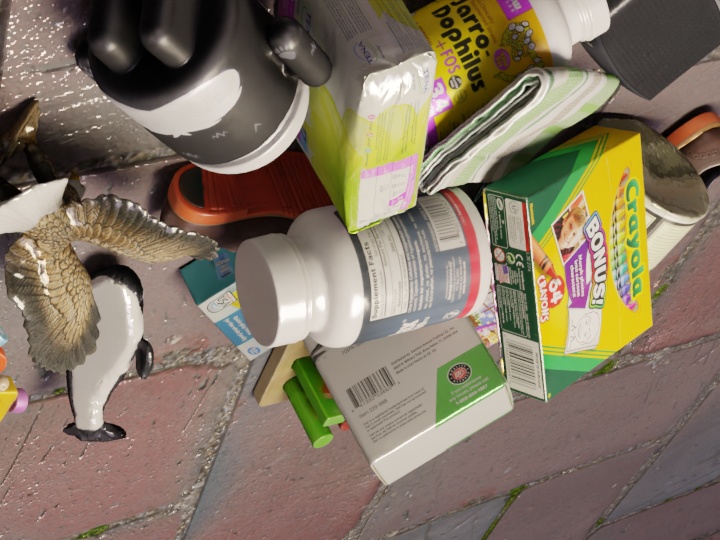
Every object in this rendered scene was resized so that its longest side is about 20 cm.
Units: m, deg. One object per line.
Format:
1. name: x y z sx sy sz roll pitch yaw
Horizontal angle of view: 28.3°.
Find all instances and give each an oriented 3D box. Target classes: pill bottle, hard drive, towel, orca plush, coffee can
1. pill bottle: 0.104 -0.187 1.186 0.198 0.105 0.105 -29 152 -5
2. hard drive: 0.277 -0.234 1.342 0.134 0.043 0.200 -38 151 13
3. towel: 0.137 -0.117 1.210 0.149 0.031 0.199 -38 168 26
4. pill bottle: 0.000 0.000 1.213 0.198 0.120 0.120 -12 148 -26
5. orca plush: -0.223 0.068 1.315 0.071 0.104 0.202 -55 152 -53
6. coffee can: 0.251 -0.042 1.518 0.145 0.147 0.201 -1 141 -43

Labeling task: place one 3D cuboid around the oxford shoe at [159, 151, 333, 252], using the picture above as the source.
1. oxford shoe: -0.085 -0.057 1.262 0.198 0.072 0.073 0 147 -30

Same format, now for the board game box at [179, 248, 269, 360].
1. board game box: -0.057 -0.006 1.384 0.198 0.047 0.151 -32 152 2

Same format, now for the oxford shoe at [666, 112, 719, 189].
1. oxford shoe: 0.333 -0.085 1.590 0.200 0.073 0.071 -43 151 22

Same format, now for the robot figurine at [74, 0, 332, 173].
1. robot figurine: -0.114 -0.150 1.017 0.125 0.150 0.200 -49 150 1

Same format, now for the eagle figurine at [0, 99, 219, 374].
1. eagle figurine: -0.217 -0.025 1.092 0.151 0.201 0.152 -12 -146 44

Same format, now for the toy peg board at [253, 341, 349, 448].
1. toy peg board: 0.012 0.098 1.567 0.197 0.098 0.201 -11 147 -32

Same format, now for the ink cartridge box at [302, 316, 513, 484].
1. ink cartridge box: 0.032 0.070 1.331 0.145 0.201 0.084 -30 156 0

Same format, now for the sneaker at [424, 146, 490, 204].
1. sneaker: 0.096 -0.115 1.350 0.079 0.075 0.201 -35 161 -25

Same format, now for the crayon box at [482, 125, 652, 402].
1. crayon box: 0.196 -0.009 1.324 0.172 0.058 0.203 -28 121 -37

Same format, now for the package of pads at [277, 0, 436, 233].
1. package of pads: -0.008 -0.142 1.095 0.067 0.156 0.201 -21 151 -16

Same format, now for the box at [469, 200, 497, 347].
1. box: 0.134 0.002 1.450 0.199 0.039 0.137 -33 122 31

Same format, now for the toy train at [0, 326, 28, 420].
1. toy train: -0.379 0.111 1.258 0.199 0.056 0.150 -37 151 5
